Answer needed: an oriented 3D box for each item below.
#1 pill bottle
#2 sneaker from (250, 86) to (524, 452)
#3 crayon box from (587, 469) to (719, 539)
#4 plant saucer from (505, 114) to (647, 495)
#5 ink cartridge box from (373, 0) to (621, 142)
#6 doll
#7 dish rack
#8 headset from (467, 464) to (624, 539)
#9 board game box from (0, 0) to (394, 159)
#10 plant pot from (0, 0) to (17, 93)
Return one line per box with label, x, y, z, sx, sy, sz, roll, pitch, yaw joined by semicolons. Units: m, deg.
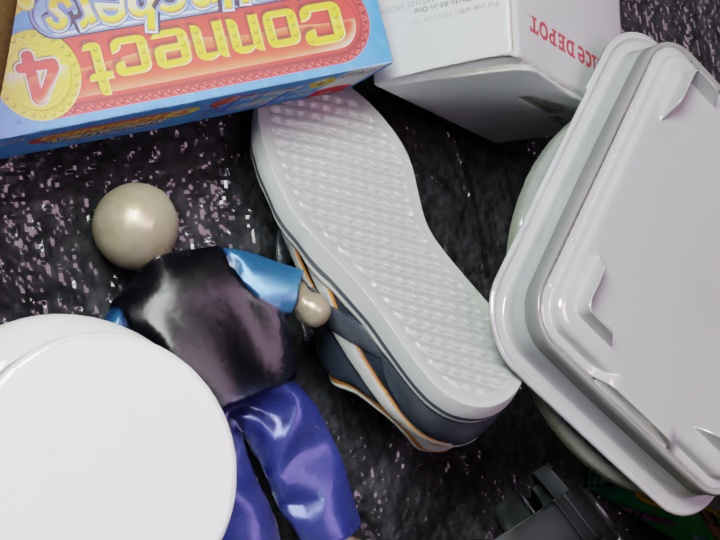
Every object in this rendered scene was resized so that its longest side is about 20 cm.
pill bottle;-0.116;0.080;0.607;0.119;0.200;0.121;4;78;-21
sneaker;0.000;0.000;0.799;0.078;0.080;0.201;-18;67;-27
crayon box;0.212;0.055;0.941;0.118;0.058;0.201;31;65;-27
plant saucer;0.141;0.014;0.841;0.199;0.050;0.202;5;81;-34
ink cartridge box;0.070;-0.178;0.842;0.145;0.083;0.202;15;71;-58
doll;-0.070;0.055;0.747;0.136;0.048;0.202;-24;94;-14
dish rack;0.158;-0.002;0.794;0.171;0.043;0.201;42;60;-25
headset;0.085;0.158;0.795;0.094;0.124;0.199;53;27;15
board game box;-0.103;-0.165;0.744;0.198;0.056;0.198;-15;89;-27
plant pot;-0.203;-0.087;0.597;0.186;0.186;0.201;33;64;-25
